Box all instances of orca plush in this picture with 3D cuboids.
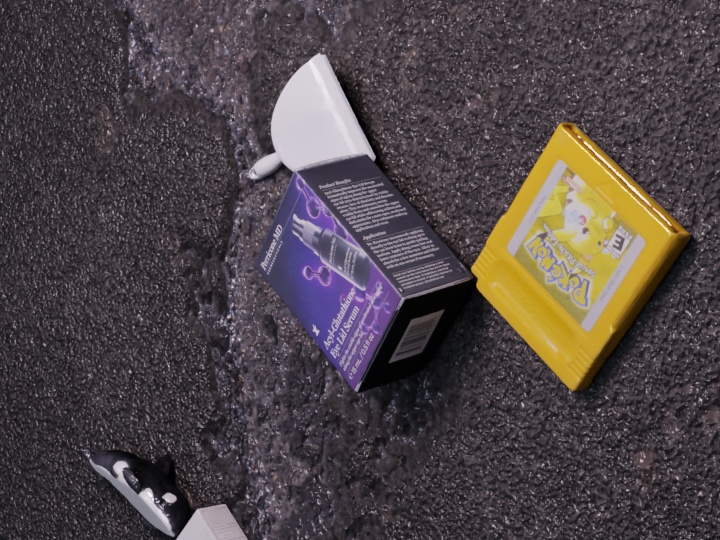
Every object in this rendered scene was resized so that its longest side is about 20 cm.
[{"bbox_3d":[-0.262,0.260,2.139,0.200,0.071,0.105,16,138,55],"label":"orca plush"}]

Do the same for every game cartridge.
[{"bbox_3d":[0.206,-0.013,1.673,0.176,0.032,0.200,48,123,30],"label":"game cartridge"}]

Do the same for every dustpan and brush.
[{"bbox_3d":[-0.068,-0.143,1.919,0.200,0.057,0.140,-28,86,35],"label":"dustpan and brush"}]

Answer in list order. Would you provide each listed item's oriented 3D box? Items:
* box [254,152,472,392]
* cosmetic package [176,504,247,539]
[{"bbox_3d":[0.000,0.000,1.804,0.200,0.104,0.148,49,135,27],"label":"box"},{"bbox_3d":[-0.204,0.379,2.088,0.083,0.051,0.200,55,127,29],"label":"cosmetic package"}]
